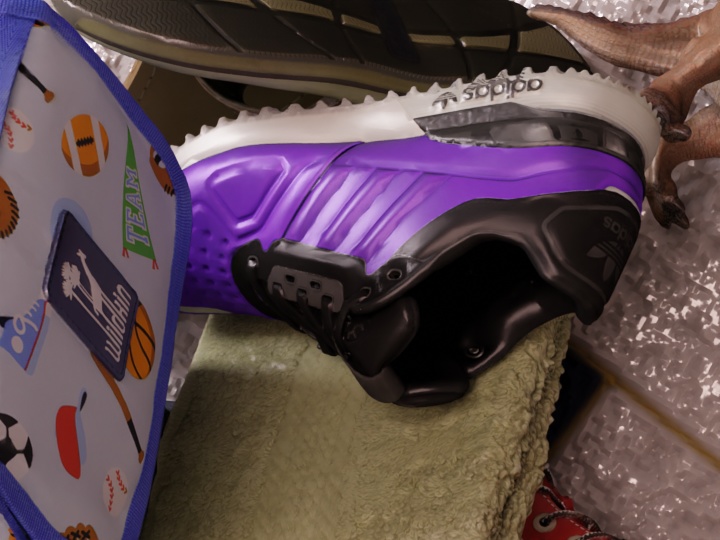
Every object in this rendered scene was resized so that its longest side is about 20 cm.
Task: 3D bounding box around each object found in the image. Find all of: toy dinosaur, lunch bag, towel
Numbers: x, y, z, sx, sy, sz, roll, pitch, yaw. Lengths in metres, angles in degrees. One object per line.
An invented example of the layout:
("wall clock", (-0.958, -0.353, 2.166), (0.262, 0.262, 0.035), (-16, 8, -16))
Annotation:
("toy dinosaur", (0.161, -0.078, 0.991), (0.200, 0.086, 0.136), (15, 63, 41))
("lunch bag", (-0.121, 0.037, 0.926), (0.124, 0.200, 0.170), (9, 52, 0))
("towel", (0.004, 0.038, 1.008), (0.148, 0.036, 0.200), (-11, 41, 26))

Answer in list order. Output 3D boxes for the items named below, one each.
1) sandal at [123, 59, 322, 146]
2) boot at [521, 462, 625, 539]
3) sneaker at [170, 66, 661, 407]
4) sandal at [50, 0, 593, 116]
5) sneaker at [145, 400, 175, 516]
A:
("sandal", (-0.056, -0.078, 1.089), (0.212, 0.078, 0.070), (-55, 29, 17))
("boot", (0.084, 0.094, 0.993), (0.200, 0.072, 0.144), (-14, 70, 20))
("sneaker", (0.000, 0.000, 0.971), (0.200, 0.070, 0.100), (-13, 53, 30))
("sandal", (-0.014, -0.070, 1.022), (0.057, 0.201, 0.080), (-60, 28, 35))
("sneaker", (-0.109, 0.079, 1.068), (0.200, 0.079, 0.078), (1, 77, 21))
